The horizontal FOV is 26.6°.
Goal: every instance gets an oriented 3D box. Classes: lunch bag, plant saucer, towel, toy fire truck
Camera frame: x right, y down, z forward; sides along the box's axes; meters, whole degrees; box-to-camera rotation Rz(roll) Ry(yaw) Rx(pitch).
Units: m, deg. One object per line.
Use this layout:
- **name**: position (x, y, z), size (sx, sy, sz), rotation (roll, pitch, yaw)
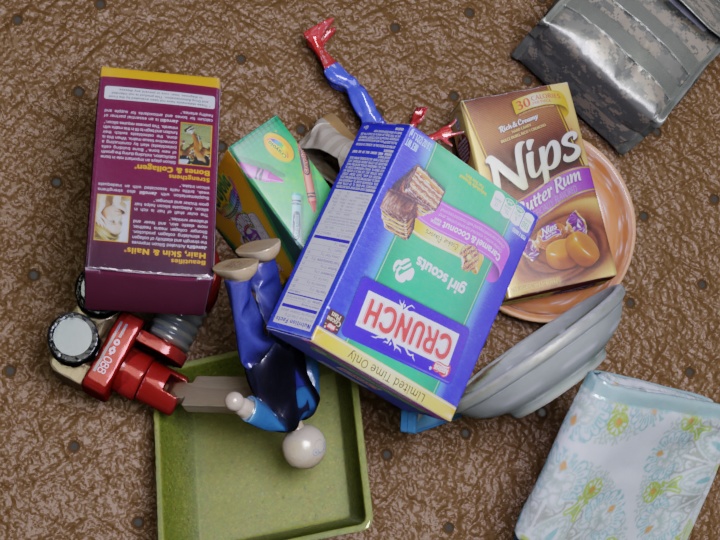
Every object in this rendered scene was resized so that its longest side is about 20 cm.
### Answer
- **lunch bag**: position (0.285, -0.250, 1.563), size (0.164, 0.118, 0.200), rotation (42, 69, -1)
- **plant saucer**: position (-0.087, 0.168, 1.392), size (0.198, 0.048, 0.201), rotation (-13, 60, 10)
- **towel**: position (0.252, 0.187, 1.417), size (0.199, 0.048, 0.172), rotation (15, 102, -35)
- **toy fire truck**: position (-0.167, 0.053, 1.397), size (0.199, 0.129, 0.177), rotation (28, 74, -1)
- **plant saucer**: position (0.180, -0.045, 1.541), size (0.198, 0.037, 0.202), rotation (2, 78, -11)
- **plant saucer**: position (0.172, 0.088, 1.413), size (0.199, 0.200, 0.050), rotation (-35, 90, -15)

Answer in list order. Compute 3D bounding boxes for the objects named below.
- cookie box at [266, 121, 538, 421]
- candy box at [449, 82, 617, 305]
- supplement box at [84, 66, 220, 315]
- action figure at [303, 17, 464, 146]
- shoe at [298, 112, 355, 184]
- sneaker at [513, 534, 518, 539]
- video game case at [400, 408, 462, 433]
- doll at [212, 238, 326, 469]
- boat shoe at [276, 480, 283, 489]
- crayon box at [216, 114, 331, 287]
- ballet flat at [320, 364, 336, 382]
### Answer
- **cookie box**: position (0.039, 0.002, 1.303), size (0.171, 0.075, 0.201), rotation (31, 78, -33)
- **candy box**: position (0.168, -0.075, 1.498), size (0.116, 0.056, 0.202), rotation (-12, 80, -13)
- **supplement box**: position (-0.184, -0.069, 1.346), size (0.109, 0.086, 0.202), rotation (4, 65, -9)
- **action figure**: position (0.031, -0.166, 1.515), size (0.098, 0.065, 0.201), rotation (-27, 86, 2)
- **shoe**: position (-0.005, -0.092, 1.448), size (0.053, 0.200, 0.070), rotation (-27, 123, -15)
- **sneaker**: position (0.236, 0.222, 1.482), size (0.200, 0.073, 0.082), rotation (-40, 101, -11)
- **video game case**: position (0.075, 0.045, 1.432), size (0.018, 0.143, 0.202), rotation (5, 93, 21)
- **doll**: position (-0.075, 0.081, 1.311), size (0.136, 0.048, 0.201), rotation (-43, 122, -53)
- **boat shoe**: position (-0.076, 0.282, 1.408), size (0.071, 0.070, 0.203), rotation (-11, 82, -14)
- **crayon box**: position (-0.080, -0.053, 1.405), size (0.058, 0.200, 0.119), rotation (-36, 87, -17)
- **ballet flat**: position (-0.005, 0.072, 1.465), size (0.199, 0.067, 0.067), rotation (-25, 81, -14)
